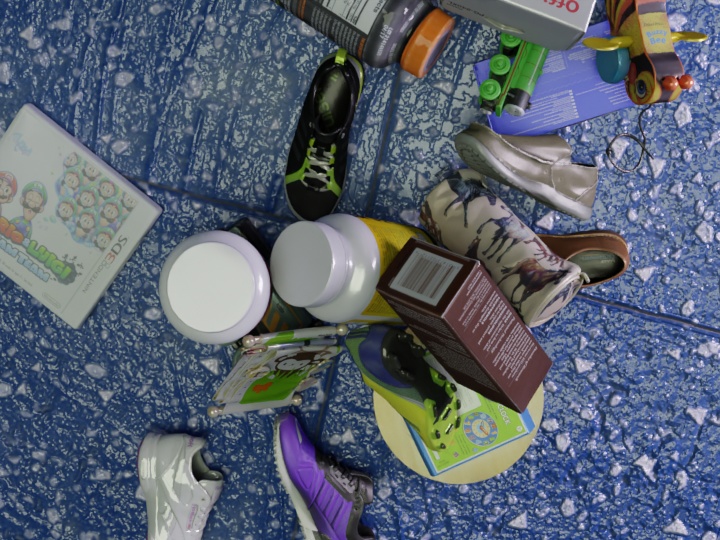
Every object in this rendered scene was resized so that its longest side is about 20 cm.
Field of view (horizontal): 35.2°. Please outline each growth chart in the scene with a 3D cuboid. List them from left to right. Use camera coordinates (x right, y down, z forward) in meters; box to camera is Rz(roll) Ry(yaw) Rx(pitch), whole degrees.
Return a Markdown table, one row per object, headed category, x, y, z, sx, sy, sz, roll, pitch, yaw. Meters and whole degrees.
| category | x | y | z | sx | sy | sz | roll | pitch | yaw |
| --- | --- | --- | --- | --- | --- | --- | --- | --- | --- |
| growth chart | -0.089 | 0.109 | 1.241 | 0.143 | 0.200 | 0.018 | -8 | 62 | -28 |

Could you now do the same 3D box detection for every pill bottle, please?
| category | x | y | z | sx | sy | sz | roll | pitch | yaw |
| --- | --- | --- | --- | --- | --- | --- | --- | --- | --- |
| pill bottle | -0.146 | 0.017 | 1.158 | 0.110 | 0.200 | 0.114 | 0 | 89 | -4 |
| pill bottle | 0.000 | -0.283 | 1.184 | 0.199 | 0.106 | 0.107 | 35 | 105 | 6 |
| pill bottle | 0.000 | 0.000 | 1.202 | 0.111 | 0.199 | 0.114 | -4 | 83 | 37 |

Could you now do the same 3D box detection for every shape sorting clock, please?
| category | x | y | z | sx | sy | sz | roll | pitch | yaw |
| --- | --- | --- | --- | --- | --- | --- | --- | --- | --- |
| shape sorting clock | 0.113 | 0.147 | 1.315 | 0.197 | 0.039 | 0.203 | 1 | 98 | 7 |

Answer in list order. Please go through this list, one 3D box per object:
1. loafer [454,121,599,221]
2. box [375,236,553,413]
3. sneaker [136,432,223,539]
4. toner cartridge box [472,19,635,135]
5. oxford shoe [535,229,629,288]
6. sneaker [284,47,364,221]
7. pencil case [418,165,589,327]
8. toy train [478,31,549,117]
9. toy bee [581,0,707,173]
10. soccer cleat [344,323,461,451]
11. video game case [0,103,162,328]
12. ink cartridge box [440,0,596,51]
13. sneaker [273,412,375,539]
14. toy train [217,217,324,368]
| category | x | y | z | sx | sy | sz | roll | pitch | yaw |
| --- | --- | --- | --- | --- | --- | --- | --- | --- | --- |
| loafer | 0.180 | -0.117 | 1.204 | 0.199 | 0.075 | 0.070 | 22 | 94 | -38 |
| box | 0.111 | 0.059 | 1.176 | 0.075 | 0.100 | 0.200 | -53 | 135 | -15 |
| sneaker | -0.210 | 0.293 | 1.369 | 0.098 | 0.075 | 0.203 | -5 | 102 | 9 |
| toner cartridge box | 0.227 | -0.207 | 1.219 | 0.197 | 0.043 | 0.096 | -16 | 101 | 10 |
| oxford shoe | 0.199 | -0.003 | 1.256 | 0.197 | 0.071 | 0.072 | -12 | 103 | 11 |
| sneaker | -0.046 | -0.145 | 1.245 | 0.071 | 0.083 | 0.203 | 12 | 104 | 4 |
| pencil case | 0.151 | -0.027 | 1.210 | 0.200 | 0.077 | 0.090 | 46 | 108 | 26 |
| toy train | 0.178 | -0.248 | 1.181 | 0.056 | 0.042 | 0.202 | 20 | 80 | 9 |
| toy bee | 0.294 | -0.209 | 1.129 | 0.130 | 0.109 | 0.202 | -30 | 103 | -15 |
| soccer cleat | 0.049 | 0.126 | 1.243 | 0.083 | 0.065 | 0.201 | 7 | 144 | 37 |
| video game case | -0.361 | -0.062 | 1.333 | 0.199 | 0.024 | 0.183 | 38 | 104 | -2 |
| ink cartridge box | 0.179 | -0.339 | 1.120 | 0.143 | 0.083 | 0.203 | 19 | 87 | -4 |
| sneaker | -0.037 | 0.251 | 1.348 | 0.098 | 0.070 | 0.203 | -19 | 104 | 4 |
| toy train | -0.127 | 0.037 | 1.301 | 0.113 | 0.085 | 0.201 | -35 | 97 | 4 |
